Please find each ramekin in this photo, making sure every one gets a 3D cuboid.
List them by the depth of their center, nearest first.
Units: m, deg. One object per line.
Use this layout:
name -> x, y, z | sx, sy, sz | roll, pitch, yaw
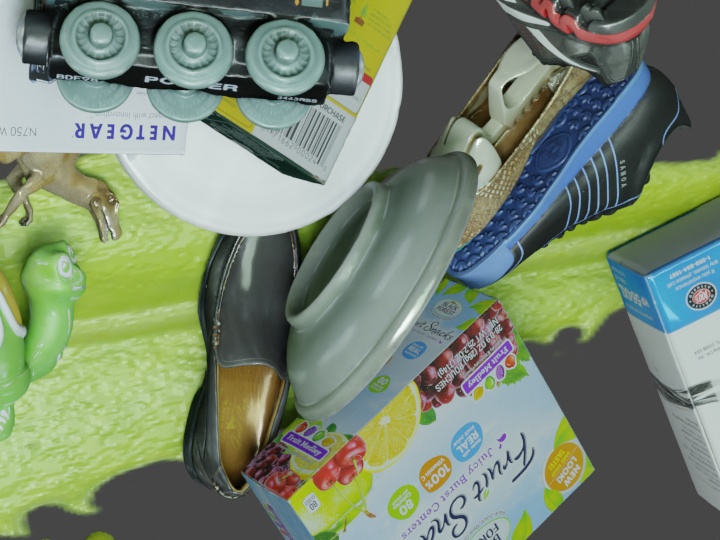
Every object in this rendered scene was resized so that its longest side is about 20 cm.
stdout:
ramekin -> -0.080, -0.128, 1.740 | 0.202, 0.094, 0.203 | -4, 102, -18

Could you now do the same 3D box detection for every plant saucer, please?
plant saucer -> 0.000, 0.000, 1.729 | 0.050, 0.200, 0.200 | 31, 90, -14

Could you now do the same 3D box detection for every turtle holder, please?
turtle holder -> -0.265, 0.036, 1.683 | 0.185, 0.141, 0.132 | -4, 102, -2

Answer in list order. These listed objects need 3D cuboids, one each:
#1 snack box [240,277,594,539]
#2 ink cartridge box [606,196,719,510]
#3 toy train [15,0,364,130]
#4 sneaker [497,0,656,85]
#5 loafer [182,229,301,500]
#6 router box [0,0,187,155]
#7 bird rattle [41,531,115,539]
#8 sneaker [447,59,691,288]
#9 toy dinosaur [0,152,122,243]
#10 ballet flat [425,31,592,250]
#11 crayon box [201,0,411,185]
snack box -> 0.042, 0.135, 1.808 | 0.200, 0.068, 0.169 | -42, 124, -17
ink cartridge box -> 0.280, 0.054, 1.896 | 0.146, 0.084, 0.201 | -25, 108, -11
toy train -> -0.095, -0.148, 1.545 | 0.199, 0.085, 0.114 | 5, 72, -6
sneaker -> 0.117, -0.188, 1.762 | 0.071, 0.200, 0.098 | -38, 144, -17
loafer -> -0.070, 0.054, 1.789 | 0.073, 0.072, 0.201 | 3, 99, -18
router box -> -0.189, -0.161, 1.591 | 0.199, 0.049, 0.180 | -1, 100, -38
bird rattle -> -0.144, 0.271, 1.797 | 0.163, 0.113, 0.201 | -16, 109, -32
sneaker -> 0.145, -0.055, 1.840 | 0.200, 0.070, 0.078 | -48, 123, 2
toy dinosaur -> -0.216, -0.090, 1.715 | 0.101, 0.058, 0.200 | -30, 134, -10
ballet flat -> 0.089, -0.101, 1.810 | 0.200, 0.070, 0.065 | -56, 150, -8
crayon box -> -0.034, -0.170, 1.647 | 0.127, 0.051, 0.200 | 33, 80, -38
